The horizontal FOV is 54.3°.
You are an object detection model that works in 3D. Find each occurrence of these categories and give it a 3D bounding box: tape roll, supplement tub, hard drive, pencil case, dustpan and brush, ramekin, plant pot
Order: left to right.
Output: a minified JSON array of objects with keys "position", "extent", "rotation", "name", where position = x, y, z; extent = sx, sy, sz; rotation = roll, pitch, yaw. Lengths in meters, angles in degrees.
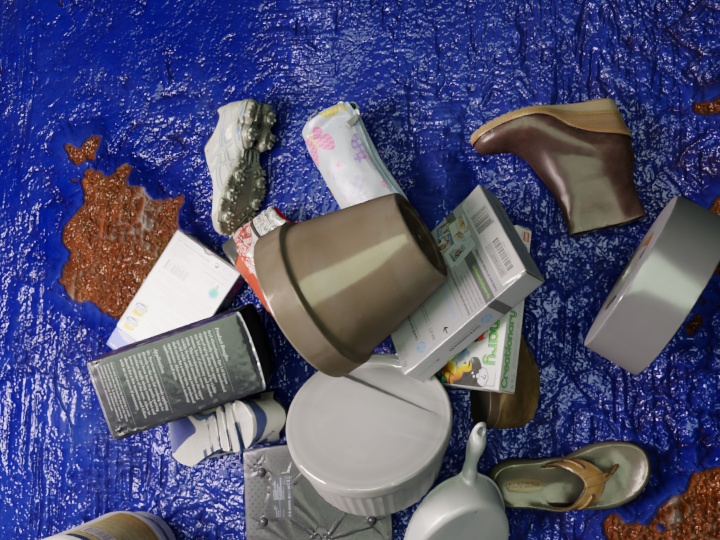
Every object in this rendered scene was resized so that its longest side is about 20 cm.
[{"position":[-0.336,0.396,0.909],"extent":[0.144,0.200,0.145],"rotation":[-1,83,13],"name":"supplement tub"},{"position":[-0.055,0.297,0.937],"extent":[0.200,0.042,0.135],"rotation":[-5,83,11],"name":"hard drive"},{"position":[0.000,0.000,0.837],"extent":[0.173,0.200,0.200],"rotation":[-31,78,17],"name":"plant pot"},{"position":[0.001,-0.129,0.951],"extent":[0.091,0.083,0.200],"rotation":[-32,78,22],"name":"pencil case"},{"position":[0.015,0.206,0.865],"extent":[0.202,0.094,0.203],"rotation":[-5,42,5],"name":"ramekin"},{"position":[0.128,0.272,0.845],"extent":[0.139,0.057,0.200],"rotation":[1,123,-18],"name":"dustpan and brush"},{"position":[0.334,0.017,0.799],"extent":[0.066,0.200,0.201],"rotation":[30,91,14],"name":"tape roll"}]

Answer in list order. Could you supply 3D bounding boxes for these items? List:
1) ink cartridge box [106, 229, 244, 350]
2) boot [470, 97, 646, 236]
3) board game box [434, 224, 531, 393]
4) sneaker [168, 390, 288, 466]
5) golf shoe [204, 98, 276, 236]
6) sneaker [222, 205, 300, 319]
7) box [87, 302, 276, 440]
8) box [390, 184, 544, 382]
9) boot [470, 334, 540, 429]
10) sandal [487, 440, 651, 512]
[{"position":[-0.265,0.056,1.014],"extent":[0.119,0.042,0.200],"rotation":[33,89,13],"name":"ink cartridge box"},{"position":[0.251,-0.126,0.899],"extent":[0.200,0.072,0.167],"rotation":[-10,80,8],"name":"boot"},{"position":[0.145,0.048,0.881],"extent":[0.126,0.035,0.200],"rotation":[-5,74,50],"name":"board game box"},{"position":[-0.166,0.213,0.956],"extent":[0.199,0.115,0.081],"rotation":[-18,77,40],"name":"sneaker"},{"position":[-0.187,-0.148,1.014],"extent":[0.097,0.078,0.200],"rotation":[10,83,34],"name":"golf shoe"},{"position":[-0.093,0.004,0.966],"extent":[0.108,0.067,0.201],"rotation":[-41,76,5],"name":"sneaker"},{"position":[-0.222,0.125,0.913],"extent":[0.200,0.148,0.105],"rotation":[-19,92,-3],"name":"box"},{"position":[0.111,0.016,0.860],"extent":[0.200,0.041,0.156],"rotation":[-44,40,25],"name":"box"},{"position":[0.189,0.103,0.904],"extent":[0.075,0.074,0.200],"rotation":[8,80,-16],"name":"boot"},{"position":[0.255,0.257,0.865],"extent":[0.200,0.055,0.082],"rotation":[-7,82,12],"name":"sandal"}]
